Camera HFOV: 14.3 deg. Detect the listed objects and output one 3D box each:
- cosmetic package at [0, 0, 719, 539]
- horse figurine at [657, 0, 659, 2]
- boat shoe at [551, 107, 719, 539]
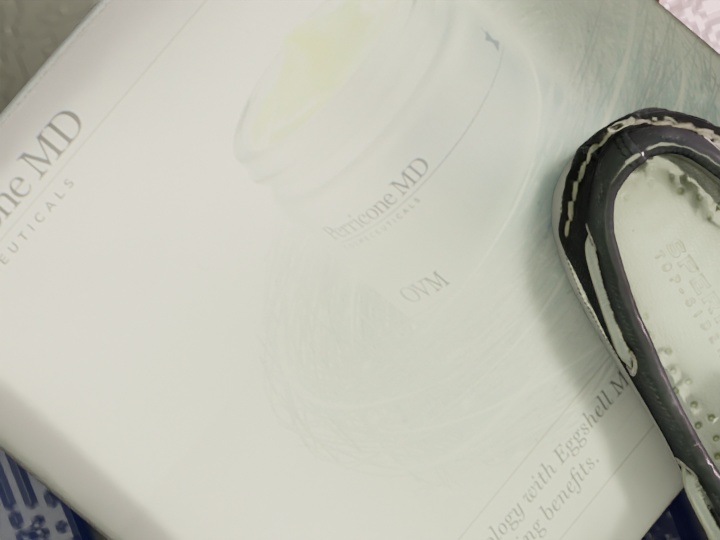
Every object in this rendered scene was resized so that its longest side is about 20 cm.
[{"bbox_3d":[0.000,0.000,0.786,0.200,0.123,0.199,40,84,0],"label":"cosmetic package"},{"bbox_3d":[0.043,-0.163,0.810,0.050,0.133,0.200,-30,76,4],"label":"horse figurine"},{"bbox_3d":[0.113,0.050,0.700,0.076,0.060,0.200,-40,92,1],"label":"boat shoe"}]
